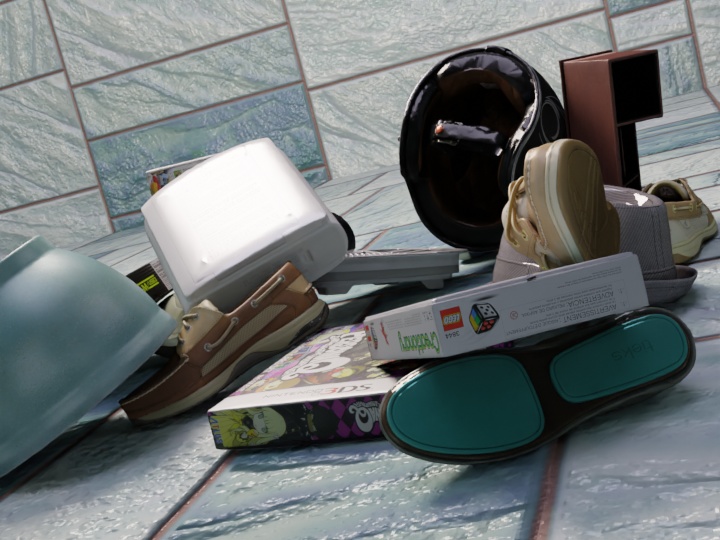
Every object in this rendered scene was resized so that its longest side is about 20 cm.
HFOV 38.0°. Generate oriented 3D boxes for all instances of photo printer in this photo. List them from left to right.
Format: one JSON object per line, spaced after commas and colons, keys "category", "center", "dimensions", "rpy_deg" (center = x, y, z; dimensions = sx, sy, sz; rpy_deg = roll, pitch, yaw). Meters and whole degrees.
{"category": "photo printer", "center": [-0.122, -0.044, 1.026], "dimensions": [0.166, 0.070, 0.200], "rpy_deg": [-31, 42, -7]}

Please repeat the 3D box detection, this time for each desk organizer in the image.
{"category": "desk organizer", "center": [0.268, -0.126, 1.092], "dimensions": [0.071, 0.201, 0.077], "rpy_deg": [-15, 14, -24]}

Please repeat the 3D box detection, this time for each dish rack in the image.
{"category": "dish rack", "center": [0.000, 0.000, 1.147], "dimensions": [0.199, 0.044, 0.171], "rpy_deg": [-3, 3, -29]}

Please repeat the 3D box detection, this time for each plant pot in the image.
{"category": "plant pot", "center": [-0.272, 0.057, 0.873], "dimensions": [0.200, 0.134, 0.200], "rpy_deg": [-36, 9, 7]}

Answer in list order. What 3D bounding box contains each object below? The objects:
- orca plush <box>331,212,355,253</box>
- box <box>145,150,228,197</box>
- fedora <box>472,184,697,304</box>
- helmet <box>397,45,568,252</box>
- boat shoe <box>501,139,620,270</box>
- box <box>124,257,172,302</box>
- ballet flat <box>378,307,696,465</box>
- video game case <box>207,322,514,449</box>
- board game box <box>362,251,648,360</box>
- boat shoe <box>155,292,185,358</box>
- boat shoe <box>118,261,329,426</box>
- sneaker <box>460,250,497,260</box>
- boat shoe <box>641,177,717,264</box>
{"category": "orca plush", "center": [-0.089, -0.052, 1.125], "dimensions": [0.105, 0.072, 0.200], "rpy_deg": [-5, 3, -38]}
{"category": "box", "center": [-0.175, -0.033, 1.241], "dimensions": [0.110, 0.201, 0.035], "rpy_deg": [-11, 10, 24]}
{"category": "fedora", "center": [0.182, -0.025, 0.878], "dimensions": [0.176, 0.091, 0.200], "rpy_deg": [-7, 7, -32]}
{"category": "helmet", "center": [0.139, -0.128, 1.154], "dimensions": [0.199, 0.201, 0.191], "rpy_deg": [-13, -29, 10]}
{"category": "boat shoe", "center": [0.130, -0.033, 0.710], "dimensions": [0.069, 0.074, 0.200], "rpy_deg": [3, -15, 22]}
{"category": "box", "center": [-0.303, 0.069, 1.131], "dimensions": [0.193, 0.048, 0.200], "rpy_deg": [-33, 5, 18]}
{"category": "ballet flat", "center": [0.107, 0.076, 0.639], "dimensions": [0.199, 0.068, 0.064], "rpy_deg": [-16, -18, -7]}
{"category": "video game case", "center": [0.009, 0.079, 0.805], "dimensions": [0.180, 0.036, 0.200], "rpy_deg": [-9, 11, 26]}
{"category": "board game box", "center": [0.082, 0.027, 0.674], "dimensions": [0.126, 0.035, 0.200], "rpy_deg": [-13, -3, -11]}
{"category": "boat shoe", "center": [-0.186, 0.068, 1.114], "dimensions": [0.072, 0.061, 0.201], "rpy_deg": [-55, 21, -15]}
{"category": "boat shoe", "center": [-0.126, 0.062, 0.922], "dimensions": [0.199, 0.074, 0.076], "rpy_deg": [-32, 6, -14]}
{"category": "sneaker", "center": [0.167, -0.076, 1.309], "dimensions": [0.084, 0.075, 0.200], "rpy_deg": [-10, 28, 18]}
{"category": "boat shoe", "center": [0.307, -0.057, 1.030], "dimensions": [0.074, 0.067, 0.200], "rpy_deg": [-11, 10, 23]}
